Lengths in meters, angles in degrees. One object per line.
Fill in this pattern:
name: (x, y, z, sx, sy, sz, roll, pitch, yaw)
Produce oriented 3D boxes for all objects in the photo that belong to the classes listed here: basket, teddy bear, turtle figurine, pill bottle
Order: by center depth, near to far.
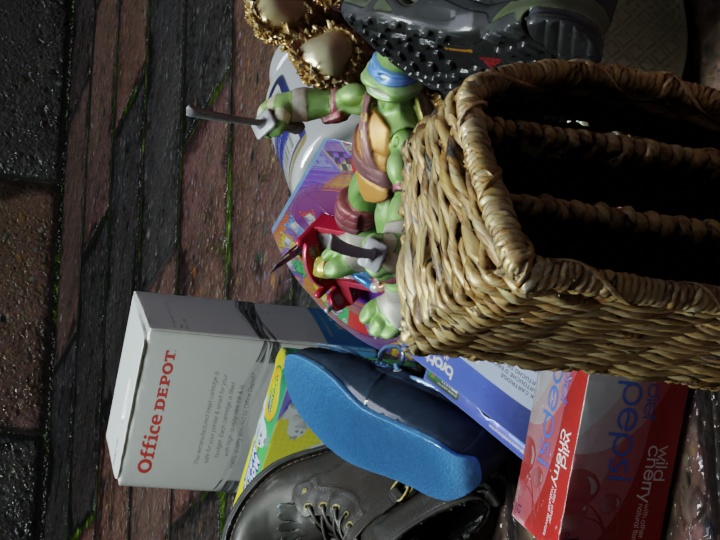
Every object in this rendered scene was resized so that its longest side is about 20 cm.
basket: (0.130, -0.032, 0.761, 0.149, 0.199, 0.144, 140, 135, -67)
turtle figurine: (-0.018, -0.043, 1.066, 0.200, 0.143, 0.195, -53, -28, -34)
teddy bear: (-0.008, -0.150, 1.180, 0.067, 0.145, 0.200, -59, -9, 18)
pill bottle: (-0.013, -0.118, 1.345, 0.200, 0.119, 0.120, -111, 33, -55)

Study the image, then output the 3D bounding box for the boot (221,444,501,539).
boot: (-0.007, 0.181, 1.178, 0.200, 0.069, 0.174, -37, 23, 3)

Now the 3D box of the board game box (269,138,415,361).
board game box: (0.000, 0.000, 1.226, 0.039, 0.158, 0.200, -44, -6, -34)

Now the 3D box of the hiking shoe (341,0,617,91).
hiking shoe: (0.074, -0.159, 0.942, 0.199, 0.076, 0.101, 12, 68, 48)

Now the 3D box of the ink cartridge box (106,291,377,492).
ink cartridge box: (-0.102, 0.106, 1.405, 0.086, 0.199, 0.147, -121, 42, -61)

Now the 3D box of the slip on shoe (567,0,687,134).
slip on shoe: (0.145, -0.150, 0.963, 0.061, 0.074, 0.201, 120, 157, -61)

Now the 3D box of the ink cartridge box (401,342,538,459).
ink cartridge box: (0.092, 0.020, 1.026, 0.119, 0.042, 0.201, 37, 128, 33)

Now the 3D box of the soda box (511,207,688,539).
soda box: (0.139, 0.054, 0.915, 0.070, 0.063, 0.201, -145, 63, -70)

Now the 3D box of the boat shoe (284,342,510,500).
boat shoe: (0.026, 0.103, 1.158, 0.200, 0.068, 0.085, 31, 136, 41)

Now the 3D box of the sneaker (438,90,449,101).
sneaker: (0.070, -0.200, 1.195, 0.079, 0.075, 0.201, 76, -161, -50)

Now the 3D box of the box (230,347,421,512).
box: (-0.030, 0.157, 1.304, 0.048, 0.117, 0.201, -106, 28, -53)
